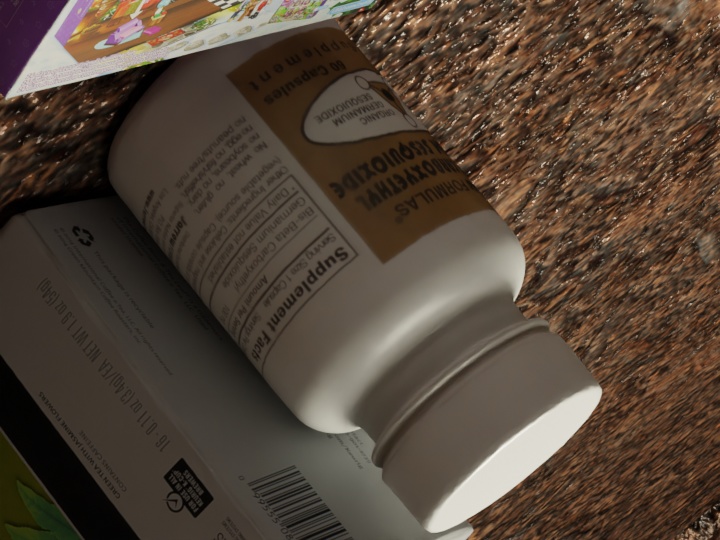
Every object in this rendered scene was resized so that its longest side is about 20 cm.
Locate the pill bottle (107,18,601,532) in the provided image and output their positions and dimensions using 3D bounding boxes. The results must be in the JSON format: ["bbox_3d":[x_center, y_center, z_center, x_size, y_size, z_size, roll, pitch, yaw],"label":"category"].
[{"bbox_3d":[0.000,0.000,1.085,0.114,0.200,0.114,-36,164,-12],"label":"pill bottle"}]

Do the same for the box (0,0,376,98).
[{"bbox_3d":[-0.033,-0.134,0.936,0.200,0.039,0.137,-20,156,-49],"label":"box"}]

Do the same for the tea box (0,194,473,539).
[{"bbox_3d":[-0.102,0.103,1.144,0.197,0.200,0.134,-48,163,27],"label":"tea box"}]
